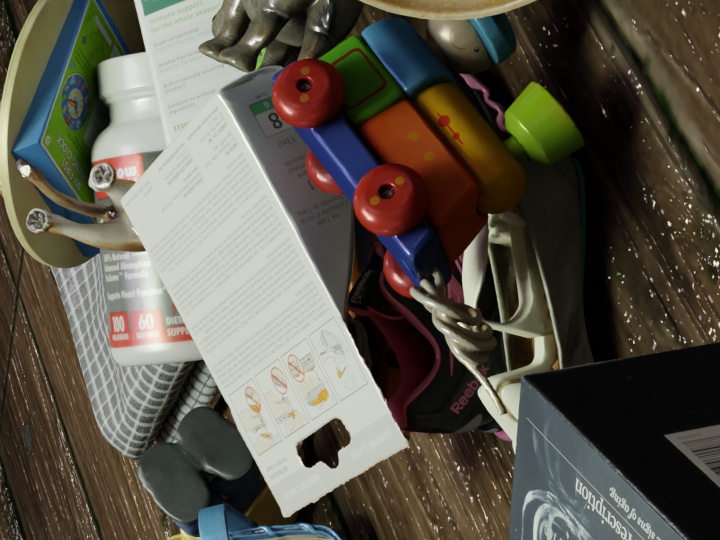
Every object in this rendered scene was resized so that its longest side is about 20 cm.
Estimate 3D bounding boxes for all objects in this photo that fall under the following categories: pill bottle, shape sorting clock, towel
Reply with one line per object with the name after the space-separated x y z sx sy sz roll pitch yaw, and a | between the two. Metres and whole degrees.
-0.118 -0.041 1.489 0.116 0.115 0.201 172 92 -68 | pill bottle
-0.192 -0.101 1.516 0.200 0.039 0.201 5 -90 -71 | shape sorting clock
-0.160 0.018 1.657 0.166 0.085 0.201 117 140 -53 | towel

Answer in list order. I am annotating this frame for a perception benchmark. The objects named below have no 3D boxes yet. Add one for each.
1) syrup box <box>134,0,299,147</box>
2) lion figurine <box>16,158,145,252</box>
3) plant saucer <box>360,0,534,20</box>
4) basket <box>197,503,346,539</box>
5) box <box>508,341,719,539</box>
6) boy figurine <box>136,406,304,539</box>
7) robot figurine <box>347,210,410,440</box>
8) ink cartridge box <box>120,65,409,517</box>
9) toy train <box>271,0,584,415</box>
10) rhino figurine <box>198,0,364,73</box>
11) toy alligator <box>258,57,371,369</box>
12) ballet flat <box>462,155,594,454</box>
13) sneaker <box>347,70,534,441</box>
-0.089 -0.152 1.397 0.081 0.078 0.201 31 -137 -70 | syrup box
-0.107 -0.021 1.386 0.200 0.122 0.073 29 98 24 | lion figurine
0.032 -0.211 0.996 0.035 0.199 0.201 -53 -25 -54 | plant saucer
-0.058 0.232 1.372 0.200 0.139 0.177 34 -135 -78 | basket
0.146 0.158 0.920 0.200 0.104 0.183 -134 41 -57 | box
-0.083 0.153 1.485 0.064 0.124 0.200 43 172 20 | boy figurine
0.000 0.000 1.288 0.145 0.058 0.201 172 91 -68 | robot figurine
-0.040 0.014 1.173 0.200 0.050 0.161 60 149 5 | ink cartridge box
0.055 -0.039 1.027 0.200 0.116 0.085 53 176 27 | toy train
-0.046 -0.146 1.231 0.088 0.060 0.200 -62 17 2 | rhino figurine
-0.045 -0.031 1.240 0.059 0.054 0.201 121 137 -57 | toy alligator
0.082 0.037 1.092 0.067 0.063 0.201 -4 94 65 | ballet flat
0.037 -0.008 1.151 0.079 0.095 0.201 152 111 -69 | sneaker
